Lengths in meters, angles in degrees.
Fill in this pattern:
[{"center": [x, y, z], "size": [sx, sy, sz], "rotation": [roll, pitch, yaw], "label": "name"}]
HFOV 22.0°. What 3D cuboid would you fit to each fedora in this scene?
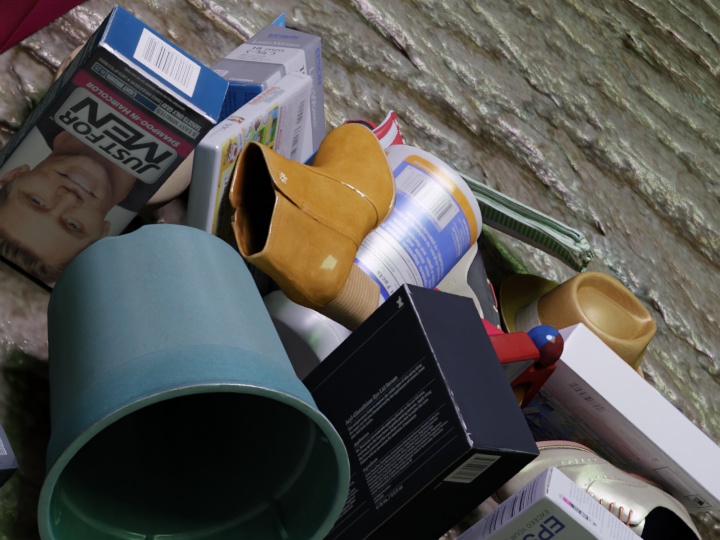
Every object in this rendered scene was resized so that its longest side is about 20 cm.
[{"center": [0.225, 0.060, 1.794], "size": [0.200, 0.082, 0.201], "rotation": [32, 34, -25], "label": "fedora"}]

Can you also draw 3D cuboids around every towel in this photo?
[{"center": [0.151, -0.045, 1.759], "size": [0.152, 0.023, 0.200], "rotation": [28, 0, 10], "label": "towel"}]

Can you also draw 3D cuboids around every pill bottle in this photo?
[{"center": [0.000, 0.000, 1.499], "size": [0.112, 0.112, 0.200], "rotation": [44, 63, -4], "label": "pill bottle"}]

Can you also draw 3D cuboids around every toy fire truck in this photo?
[{"center": [0.083, 0.106, 1.477], "size": [0.200, 0.168, 0.112], "rotation": [-3, 56, -54], "label": "toy fire truck"}]

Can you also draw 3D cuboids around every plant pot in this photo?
[{"center": [-0.125, 0.084, 1.241], "size": [0.200, 0.200, 0.196], "rotation": [25, 29, -32], "label": "plant pot"}]

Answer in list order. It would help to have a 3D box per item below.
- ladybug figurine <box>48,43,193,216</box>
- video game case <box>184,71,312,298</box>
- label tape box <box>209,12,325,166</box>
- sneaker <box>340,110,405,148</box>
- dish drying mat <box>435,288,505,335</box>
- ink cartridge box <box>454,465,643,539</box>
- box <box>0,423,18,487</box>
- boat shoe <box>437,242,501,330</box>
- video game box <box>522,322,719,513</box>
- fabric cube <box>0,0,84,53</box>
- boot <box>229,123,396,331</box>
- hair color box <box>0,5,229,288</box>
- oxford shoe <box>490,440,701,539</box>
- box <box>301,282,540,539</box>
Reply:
[{"center": [-0.196, -0.108, 1.479], "size": [0.136, 0.072, 0.200], "rotation": [37, 32, -17], "label": "ladybug figurine"}, {"center": [-0.092, -0.034, 1.420], "size": [0.023, 0.200, 0.182], "rotation": [17, 27, 14], "label": "video game case"}, {"center": [-0.069, -0.126, 1.590], "size": [0.063, 0.144, 0.200], "rotation": [6, 26, 19], "label": "label tape box"}, {"center": [0.029, -0.087, 1.684], "size": [0.113, 0.071, 0.200], "rotation": [69, 16, 1], "label": "sneaker"}, {"center": [0.031, 0.015, 1.593], "size": [0.200, 0.018, 0.077], "rotation": [34, 19, 30], "label": "dish drying mat"}, {"center": [0.143, 0.261, 1.345], "size": [0.200, 0.196, 0.043], "rotation": [40, 32, -10], "label": "ink cartridge box"}, {"center": [-0.320, 0.056, 1.153], "size": [0.158, 0.051, 0.200], "rotation": [1, 54, -51], "label": "box"}, {"center": [0.084, 0.023, 1.688], "size": [0.201, 0.074, 0.063], "rotation": [-98, 164, -55], "label": "boat shoe"}, {"center": [0.212, 0.136, 1.609], "size": [0.200, 0.182, 0.047], "rotation": [42, 67, -9], "label": "video game box"}, {"center": [-0.271, -0.330, 1.525], "size": [0.196, 0.200, 0.199], "rotation": [45, 32, -4], "label": "fabric cube"}, {"center": [-0.039, -0.063, 1.384], "size": [0.144, 0.071, 0.201], "rotation": [41, 36, -43], "label": "boot"}, {"center": [-0.193, -0.082, 1.324], "size": [0.100, 0.200, 0.061], "rotation": [34, 33, -17], "label": "hair color box"}, {"center": [0.195, 0.188, 1.504], "size": [0.200, 0.071, 0.074], "rotation": [15, 11, -29], "label": "oxford shoe"}, {"center": [0.018, 0.127, 1.341], "size": [0.079, 0.200, 0.141], "rotation": [10, 46, -44], "label": "box"}]
